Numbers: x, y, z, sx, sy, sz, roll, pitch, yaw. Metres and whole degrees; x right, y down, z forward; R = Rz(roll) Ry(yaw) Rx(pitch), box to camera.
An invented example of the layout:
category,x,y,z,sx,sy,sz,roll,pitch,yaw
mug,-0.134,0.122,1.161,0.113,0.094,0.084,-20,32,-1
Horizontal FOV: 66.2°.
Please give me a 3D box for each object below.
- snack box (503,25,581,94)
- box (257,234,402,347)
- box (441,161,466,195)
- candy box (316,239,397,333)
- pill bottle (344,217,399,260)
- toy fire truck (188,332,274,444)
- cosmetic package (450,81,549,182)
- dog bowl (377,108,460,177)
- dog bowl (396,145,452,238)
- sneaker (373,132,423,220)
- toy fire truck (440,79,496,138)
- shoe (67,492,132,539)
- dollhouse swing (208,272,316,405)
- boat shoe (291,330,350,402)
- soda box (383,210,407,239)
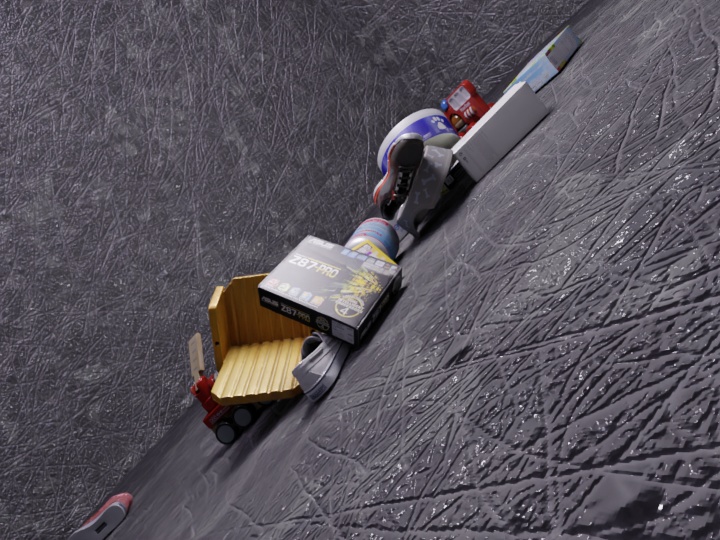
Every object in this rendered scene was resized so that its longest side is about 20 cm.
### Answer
category,x,y,z,sx,sy,sz,roll,pitch,yaw
snack box,0.512,-0.572,1.554,0.201,0.068,0.168,-51,8,-33
box,-0.048,0.028,0.920,0.161,0.195,0.050,-47,-33,-42
box,0.263,-0.276,1.445,0.200,0.035,0.110,-47,6,-14
candy box,-0.027,0.023,0.986,0.197,0.102,0.027,-33,-32,-28
pill bottle,0.018,-0.031,1.161,0.108,0.109,0.201,-41,8,23
toy fire truck,-0.269,0.207,1.113,0.176,0.201,0.129,-42,7,10
cosmetic package,0.288,-0.294,1.170,0.199,0.085,0.108,-43,7,15
dog bowl,0.140,-0.276,1.311,0.195,0.080,0.202,-26,-26,-13
dog bowl,0.135,-0.175,1.198,0.200,0.057,0.206,-158,89,-87
sneaker,0.087,-0.183,1.126,0.203,0.074,0.084,112,152,-47
toy fire truck,0.316,-0.456,1.632,0.112,0.169,0.200,-44,6,-16
shoe,-0.719,0.703,1.528,0.199,0.072,0.091,-40,5,-3
dollhouse swing,-0.175,0.111,0.972,0.192,0.189,0.176,-6,7,4
boat shoe,-0.061,0.127,0.870,0.073,0.065,0.200,-43,6,11
soda box,0.093,-0.116,1.417,0.200,0.063,0.068,-46,6,-5
